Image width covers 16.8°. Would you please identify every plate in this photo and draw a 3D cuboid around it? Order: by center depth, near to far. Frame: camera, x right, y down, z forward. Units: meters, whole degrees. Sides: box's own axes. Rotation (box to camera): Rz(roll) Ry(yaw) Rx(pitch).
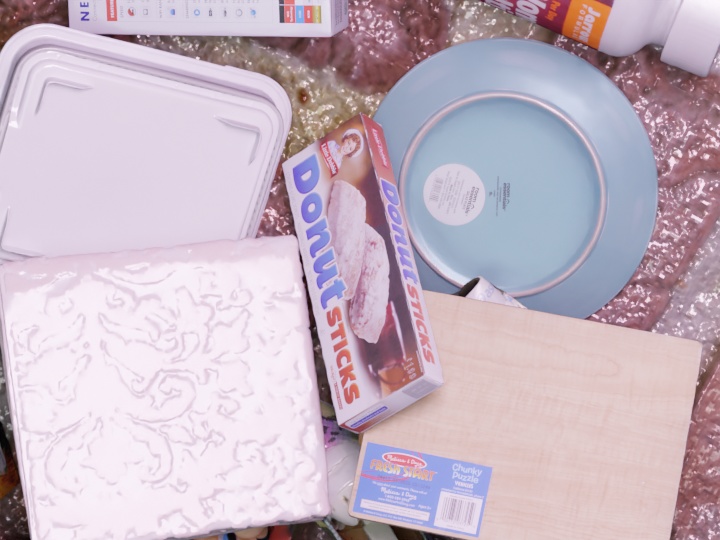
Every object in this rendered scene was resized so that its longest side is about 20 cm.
[{"bbox_3d":[0.093,-0.050,1.585,0.200,0.026,0.201,3,105,11],"label":"plate"}]

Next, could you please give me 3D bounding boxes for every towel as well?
[{"bbox_3d":[-0.125,0.079,1.560,0.199,0.032,0.192,-6,81,-13],"label":"towel"}]

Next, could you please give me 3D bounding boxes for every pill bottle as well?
[{"bbox_3d":[0.137,-0.197,1.496,0.200,0.110,0.110,24,107,7],"label":"pill bottle"}]

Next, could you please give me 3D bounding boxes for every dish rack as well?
[{"bbox_3d":[-0.151,-0.058,1.585,0.200,0.044,0.172,13,108,-19],"label":"dish rack"}]

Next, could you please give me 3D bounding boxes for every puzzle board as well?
[{"bbox_3d":[0.103,0.100,1.526,0.199,0.017,0.151,10,78,7],"label":"puzzle board"}]

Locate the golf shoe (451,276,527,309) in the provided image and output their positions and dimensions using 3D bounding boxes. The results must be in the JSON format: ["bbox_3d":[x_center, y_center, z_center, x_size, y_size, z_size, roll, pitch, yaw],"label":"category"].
[{"bbox_3d":[0.095,0.053,1.573,0.199,0.078,0.097,3,118,11],"label":"golf shoe"}]

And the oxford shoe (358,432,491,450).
[{"bbox_3d":[0.089,0.145,1.548,0.200,0.073,0.071,17,144,7],"label":"oxford shoe"}]

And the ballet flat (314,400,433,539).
[{"bbox_3d":[0.010,0.168,1.612,0.069,0.071,0.200,-35,108,-4],"label":"ballet flat"}]

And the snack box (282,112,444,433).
[{"bbox_3d":[0.000,0.000,1.551,0.072,0.024,0.200,-32,54,28],"label":"snack box"}]

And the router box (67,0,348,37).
[{"bbox_3d":[-0.100,-0.252,1.567,0.179,0.049,0.201,3,104,12],"label":"router box"}]

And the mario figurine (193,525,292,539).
[{"bbox_3d":[-0.099,0.127,1.619,0.123,0.106,0.200,-22,109,13],"label":"mario figurine"}]

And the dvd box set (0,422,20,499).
[{"bbox_3d":[-0.294,0.108,1.619,0.029,0.200,0.147,-15,99,16],"label":"dvd box set"}]
